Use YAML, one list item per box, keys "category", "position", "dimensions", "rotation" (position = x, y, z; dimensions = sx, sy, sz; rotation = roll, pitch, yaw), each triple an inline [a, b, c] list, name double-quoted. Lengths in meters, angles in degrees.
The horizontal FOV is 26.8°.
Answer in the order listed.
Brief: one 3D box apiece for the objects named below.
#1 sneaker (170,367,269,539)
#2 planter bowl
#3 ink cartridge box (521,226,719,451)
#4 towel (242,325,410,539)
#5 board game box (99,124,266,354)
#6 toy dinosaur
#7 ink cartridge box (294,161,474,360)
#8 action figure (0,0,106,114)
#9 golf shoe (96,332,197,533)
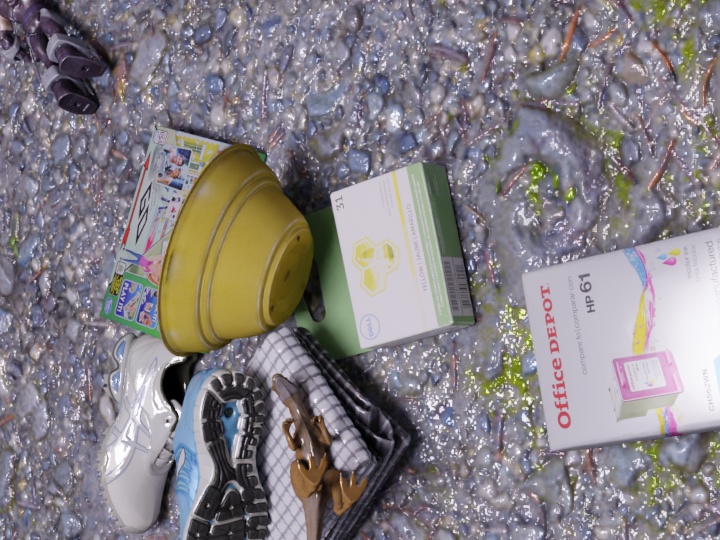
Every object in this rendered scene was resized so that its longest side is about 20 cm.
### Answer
- category: "sneaker"
  position: [-0.130, 0.182, 1.352]
  dimensions: [0.090, 0.078, 0.202]
  rotation: [18, 103, 61]
- category: "planter bowl"
  position: [-0.097, -0.006, 1.354]
  dimensions: [0.083, 0.200, 0.202]
  rotation: [17, 100, 18]
- category: "ink cartridge box"
  position: [0.233, 0.054, 1.154]
  dimensions: [0.199, 0.084, 0.146]
  rotation: [-15, 81, 38]
- category: "towel"
  position: [-0.058, 0.168, 1.373]
  dimensions: [0.166, 0.085, 0.201]
  rotation: [49, 124, 29]
- category: "board game box"
  position: [-0.176, -0.033, 1.489]
  dimensions: [0.134, 0.029, 0.202]
  rotation: [16, 90, 37]
- category: "toy dinosaur"
  position: [-0.038, 0.185, 1.270]
  dimensions: [0.106, 0.060, 0.202]
  rotation: [164, 103, -70]
- category: "ink cartridge box"
  position: [0.000, 0.000, 1.360]
  dimensions: [0.199, 0.048, 0.147]
  rotation: [-17, 80, 34]
- category: "action figure"
  position: [-0.340, -0.259, 1.617]
  dimensions: [0.201, 0.069, 0.130]
  rotation: [55, 127, 29]
- category: "golf shoe"
  position: [-0.204, 0.164, 1.499]
  dimensions: [0.097, 0.078, 0.202]
  rotation: [1, 91, 32]
